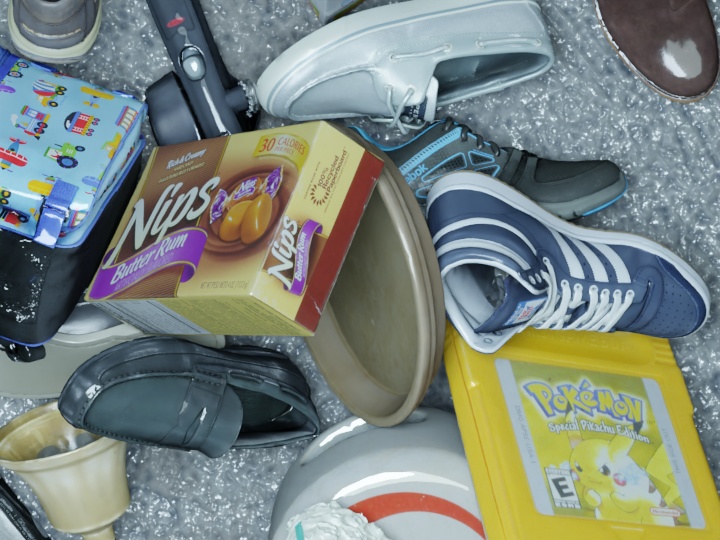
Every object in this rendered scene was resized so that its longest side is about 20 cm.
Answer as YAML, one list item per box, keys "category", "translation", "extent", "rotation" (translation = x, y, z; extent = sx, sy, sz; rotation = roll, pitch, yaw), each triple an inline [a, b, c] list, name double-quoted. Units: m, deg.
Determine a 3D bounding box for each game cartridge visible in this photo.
- category: "game cartridge"
  translation: [0.142, 0.102, 1.238]
  extent: [0.176, 0.032, 0.200]
  rotation: [9, 51, -28]

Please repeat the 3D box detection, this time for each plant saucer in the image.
- category: "plant saucer"
  translation: [0.000, 0.000, 1.237]
  extent: [0.029, 0.200, 0.200]
  rotation: [-15, 92, -25]

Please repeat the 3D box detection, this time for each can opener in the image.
- category: "can opener"
  translation: [-0.120, -0.158, 1.300]
  extent: [0.078, 0.063, 0.200]
  rotation: [-18, 92, -3]

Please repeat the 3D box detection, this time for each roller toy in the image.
- category: "roller toy"
  translation: [0.032, 0.187, 1.271]
  extent: [0.200, 0.140, 0.183]
  rotation: [24, 101, -5]

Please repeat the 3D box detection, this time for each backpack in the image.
- category: "backpack"
  translation: [-0.254, -0.061, 1.242]
  extent: [0.200, 0.183, 0.135]
  rotation: [22, 123, 2]

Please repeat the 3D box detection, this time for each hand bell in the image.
- category: "hand bell"
  translation: [-0.170, 0.192, 1.307]
  extent: [0.104, 0.104, 0.200]
  rotation: [-15, 108, 0]

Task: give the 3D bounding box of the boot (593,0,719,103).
- category: "boot"
  translation: [0.185, -0.203, 1.247]
  extent: [0.072, 0.166, 0.200]
  rotation: [-24, 91, 1]

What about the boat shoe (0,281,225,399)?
- category: "boat shoe"
  translation: [-0.189, 0.038, 1.318]
  extent: [0.200, 0.073, 0.063]
  rotation: [-7, 50, 5]

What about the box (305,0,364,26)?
- category: "box"
  translation: [-0.007, -0.234, 1.230]
  extent: [0.112, 0.200, 0.101]
  rotation: [-36, 92, -1]

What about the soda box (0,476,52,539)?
- category: "soda box"
  translation: [-0.288, 0.140, 1.308]
  extent: [0.071, 0.063, 0.200]
  rotation: [-38, 92, 0]

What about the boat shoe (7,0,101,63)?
- category: "boat shoe"
  translation: [-0.192, -0.233, 1.266]
  extent: [0.074, 0.073, 0.200]
  rotation: [0, 66, -13]

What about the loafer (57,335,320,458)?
- category: "loafer"
  translation: [-0.103, 0.085, 1.247]
  extent: [0.070, 0.200, 0.068]
  rotation: [46, 117, 33]

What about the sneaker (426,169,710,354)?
- category: "sneaker"
  translation: [0.129, 0.016, 1.225]
  extent: [0.200, 0.109, 0.070]
  rotation: [23, 123, -10]

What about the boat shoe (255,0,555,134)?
- category: "boat shoe"
  translation: [0.034, -0.131, 1.277]
  extent: [0.201, 0.070, 0.072]
  rotation: [-19, 62, -11]

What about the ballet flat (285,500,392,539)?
- category: "ballet flat"
  translation: [0.033, 0.218, 1.174]
  extent: [0.200, 0.072, 0.072]
  rotation: [36, 91, -9]

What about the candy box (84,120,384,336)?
- category: "candy box"
  translation: [-0.081, -0.023, 1.195]
  extent: [0.056, 0.200, 0.117]
  rotation: [33, 71, -32]

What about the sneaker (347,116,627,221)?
- category: "sneaker"
  translation: [0.078, -0.065, 1.298]
  extent: [0.200, 0.073, 0.082]
  rotation: [-5, 90, -1]
